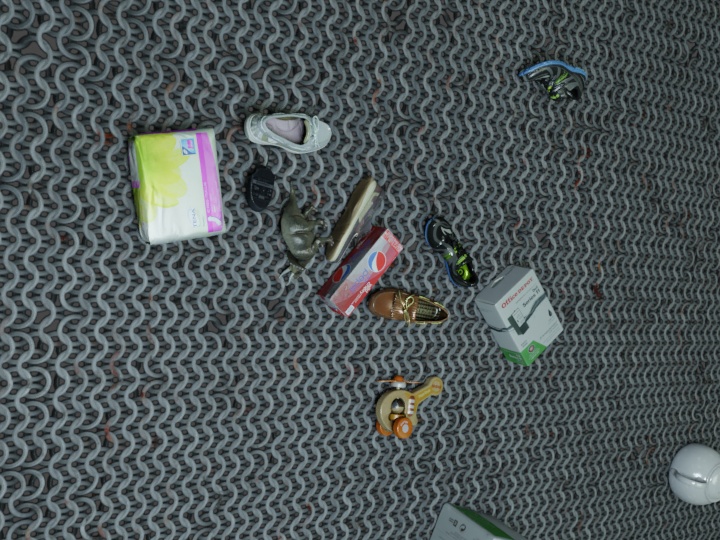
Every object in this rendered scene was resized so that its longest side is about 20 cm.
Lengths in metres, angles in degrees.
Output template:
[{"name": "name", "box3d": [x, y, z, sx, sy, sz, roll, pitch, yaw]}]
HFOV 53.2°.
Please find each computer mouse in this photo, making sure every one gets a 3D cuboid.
[{"name": "computer mouse", "box3d": [-0.191, -0.214, 1.414, 0.058, 0.034, 0.201, 17, 82, -44]}]

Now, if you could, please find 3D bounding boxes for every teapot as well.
[{"name": "teapot", "box3d": [1.044, 0.627, 2.176, 0.200, 0.146, 0.198, -38, 114, -18]}]

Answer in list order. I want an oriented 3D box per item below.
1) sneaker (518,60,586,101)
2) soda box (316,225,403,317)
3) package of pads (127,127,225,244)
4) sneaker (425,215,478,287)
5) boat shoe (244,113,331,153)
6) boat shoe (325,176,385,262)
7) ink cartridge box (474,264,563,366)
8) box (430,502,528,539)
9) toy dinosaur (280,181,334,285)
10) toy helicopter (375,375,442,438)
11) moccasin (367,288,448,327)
[{"name": "sneaker", "box3d": [0.463, -0.449, 1.714, 0.199, 0.071, 0.083, 2, 90, -33]}, {"name": "soda box", "box3d": [0.000, 0.000, 1.528, 0.063, 0.070, 0.200, 46, 75, -26]}, {"name": "package of pads", "box3d": [-0.337, -0.154, 1.314, 0.154, 0.068, 0.201, -12, 103, -28]}, {"name": "sneaker", "box3d": [0.214, -0.043, 1.636, 0.071, 0.083, 0.200, -41, 115, -19]}, {"name": "boat shoe", "box3d": [-0.129, -0.271, 1.401, 0.201, 0.065, 0.075, 2, 92, -45]}, {"name": "boat shoe", "box3d": [-0.007, -0.099, 1.511, 0.065, 0.072, 0.201, 31, 76, -25]}, {"name": "ink cartridge box", "box3d": [0.388, 0.107, 1.758, 0.147, 0.083, 0.200, -41, 114, -19]}, {"name": "box", "box3d": [0.281, 0.701, 1.721, 0.171, 0.199, 0.201, 25, 85, -30]}, {"name": "toy dinosaur", "box3d": [-0.120, -0.075, 1.447, 0.102, 0.077, 0.201, -21, 111, -32]}, {"name": "toy helicopter", "box3d": [0.112, 0.288, 1.649, 0.200, 0.079, 0.133, -24, 100, -36]}, {"name": "moccasin", "box3d": [0.107, 0.086, 1.598, 0.201, 0.078, 0.074, 18, 89, -30]}]
